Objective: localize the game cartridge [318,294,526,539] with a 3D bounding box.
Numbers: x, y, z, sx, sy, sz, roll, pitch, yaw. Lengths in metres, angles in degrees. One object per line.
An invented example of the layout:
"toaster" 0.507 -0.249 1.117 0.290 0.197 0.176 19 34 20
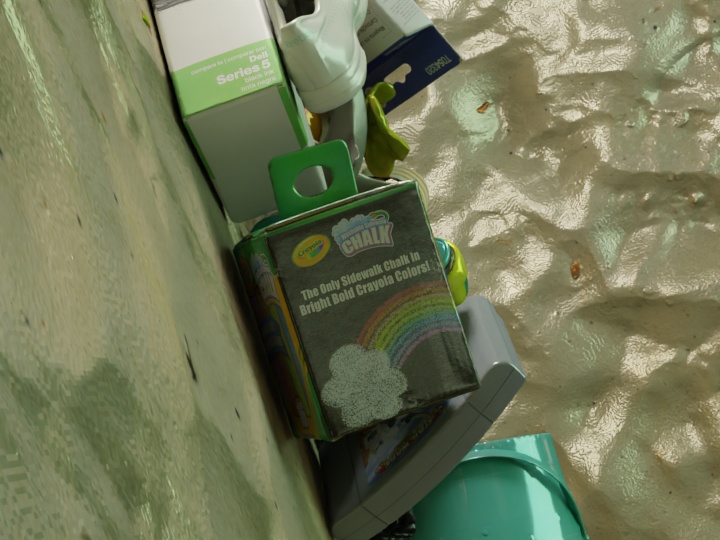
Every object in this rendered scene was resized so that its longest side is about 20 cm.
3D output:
"game cartridge" 0.044 0.120 1.229 0.041 0.200 0.133 39 15 -18

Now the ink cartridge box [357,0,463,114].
"ink cartridge box" -0.022 -0.233 1.488 0.200 0.043 0.196 49 -29 -7

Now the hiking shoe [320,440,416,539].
"hiking shoe" -0.004 0.154 1.400 0.101 0.075 0.202 -121 -162 -56

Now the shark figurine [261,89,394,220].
"shark figurine" -0.021 -0.123 1.345 0.090 0.126 0.217 -124 -144 -71

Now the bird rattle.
"bird rattle" -0.051 -0.152 1.414 0.200 0.163 0.113 46 3 -30

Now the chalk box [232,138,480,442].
"chalk box" -0.013 0.009 1.134 0.124 0.123 0.202 162 -90 -75

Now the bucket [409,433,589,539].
"bucket" 0.113 0.241 1.506 0.207 0.205 0.136 61 17 -79

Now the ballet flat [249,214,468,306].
"ballet flat" 0.000 0.000 1.266 0.067 0.198 0.067 51 54 -51

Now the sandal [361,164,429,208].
"sandal" 0.029 -0.074 1.507 0.207 0.078 0.060 -47 158 -85

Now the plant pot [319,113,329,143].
"plant pot" -0.061 -0.163 1.654 0.200 0.133 0.202 -19 90 -88

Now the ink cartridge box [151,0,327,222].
"ink cartridge box" -0.101 -0.164 1.209 0.146 0.083 0.202 68 4 -58

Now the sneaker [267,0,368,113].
"sneaker" -0.041 -0.207 1.170 0.089 0.075 0.201 55 13 -35
